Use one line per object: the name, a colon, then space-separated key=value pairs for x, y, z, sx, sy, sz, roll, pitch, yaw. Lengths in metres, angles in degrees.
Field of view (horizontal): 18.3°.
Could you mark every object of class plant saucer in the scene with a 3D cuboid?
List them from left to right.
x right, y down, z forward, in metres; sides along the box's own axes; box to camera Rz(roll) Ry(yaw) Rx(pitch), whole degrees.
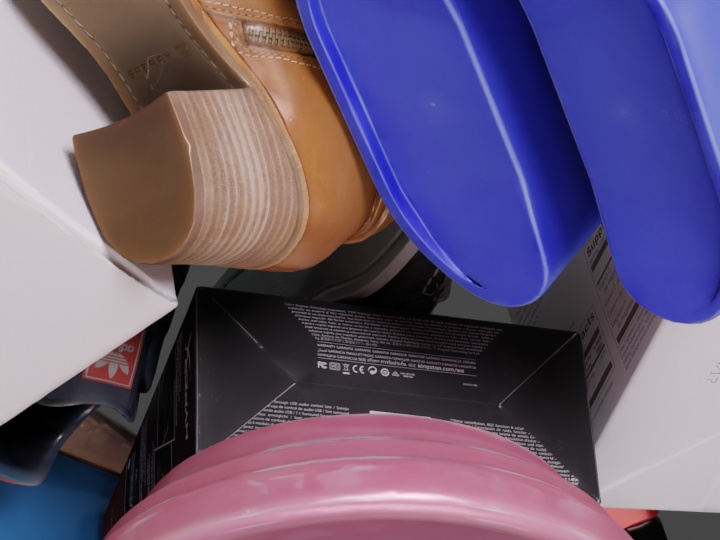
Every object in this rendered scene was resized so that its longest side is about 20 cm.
plant saucer: x=0.000 y=0.107 z=0.760 sx=0.199 sy=0.051 sz=0.201 roll=-2 pitch=146 yaw=-1

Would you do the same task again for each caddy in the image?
caddy: x=0.068 y=-0.079 z=0.681 sx=0.141 sy=0.105 sz=0.201 roll=6 pitch=136 yaw=35

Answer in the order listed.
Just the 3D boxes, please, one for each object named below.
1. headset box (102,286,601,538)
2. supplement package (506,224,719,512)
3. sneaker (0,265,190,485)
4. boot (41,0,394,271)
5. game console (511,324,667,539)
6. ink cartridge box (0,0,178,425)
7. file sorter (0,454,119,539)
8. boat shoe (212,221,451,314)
headset box: x=-0.014 y=0.097 z=0.855 sx=0.148 sy=0.078 sz=0.200 roll=7 pitch=146 yaw=-14
supplement package: x=0.168 y=-0.012 z=0.847 sx=0.155 sy=0.111 sz=0.201 roll=5 pitch=134 yaw=-19
sneaker: x=-0.088 y=0.003 z=0.814 sx=0.075 sy=0.085 sz=0.200 roll=15 pitch=130 yaw=-28
boot: x=-0.035 y=-0.100 z=0.715 sx=0.076 sy=0.201 sz=0.155 roll=-18 pitch=176 yaw=33
game console: x=0.031 y=0.112 z=1.010 sx=0.199 sy=0.119 sz=0.172 roll=-18 pitch=168 yaw=5
ink cartridge box: x=-0.184 y=-0.023 z=0.717 sx=0.199 sy=0.147 sz=0.146 roll=-33 pitch=134 yaw=20
file sorter: x=-0.155 y=0.184 z=0.906 sx=0.138 sy=0.201 sz=0.123 roll=26 pitch=128 yaw=-35
boat shoe: x=0.000 y=0.000 z=0.848 sx=0.060 sy=0.076 sz=0.200 roll=15 pitch=142 yaw=-31
